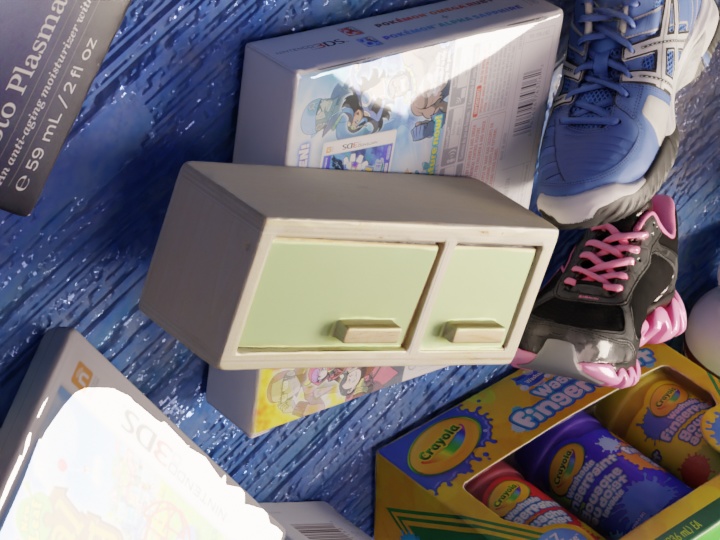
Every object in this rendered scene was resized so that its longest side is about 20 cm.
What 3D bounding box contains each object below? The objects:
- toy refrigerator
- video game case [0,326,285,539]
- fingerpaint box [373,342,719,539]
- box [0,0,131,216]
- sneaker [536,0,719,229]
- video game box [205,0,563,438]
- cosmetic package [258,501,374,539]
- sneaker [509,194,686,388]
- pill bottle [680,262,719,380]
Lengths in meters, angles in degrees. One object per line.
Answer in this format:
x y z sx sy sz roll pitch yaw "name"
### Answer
0.000 0.000 1.141 0.199 0.070 0.076 2 114 -46 "toy refrigerator"
-0.121 0.159 1.126 0.182 0.022 0.201 47 51 -37 "video game case"
0.134 0.125 1.363 0.199 0.167 0.074 -26 134 -32 "fingerpaint box"
-0.179 -0.147 0.876 0.198 0.123 0.201 17 102 -49 "box"
0.128 -0.101 1.253 0.077 0.075 0.201 61 37 -36 "sneaker"
0.012 -0.032 1.221 0.182 0.047 0.201 -18 127 -41 "video game box"
-0.043 0.235 1.300 0.071 0.101 0.201 5 112 -49 "cosmetic package"
0.134 0.003 1.331 0.200 0.079 0.096 -35 136 -67 "sneaker"
0.250 0.080 1.500 0.113 0.113 0.201 -20 129 -38 "pill bottle"
